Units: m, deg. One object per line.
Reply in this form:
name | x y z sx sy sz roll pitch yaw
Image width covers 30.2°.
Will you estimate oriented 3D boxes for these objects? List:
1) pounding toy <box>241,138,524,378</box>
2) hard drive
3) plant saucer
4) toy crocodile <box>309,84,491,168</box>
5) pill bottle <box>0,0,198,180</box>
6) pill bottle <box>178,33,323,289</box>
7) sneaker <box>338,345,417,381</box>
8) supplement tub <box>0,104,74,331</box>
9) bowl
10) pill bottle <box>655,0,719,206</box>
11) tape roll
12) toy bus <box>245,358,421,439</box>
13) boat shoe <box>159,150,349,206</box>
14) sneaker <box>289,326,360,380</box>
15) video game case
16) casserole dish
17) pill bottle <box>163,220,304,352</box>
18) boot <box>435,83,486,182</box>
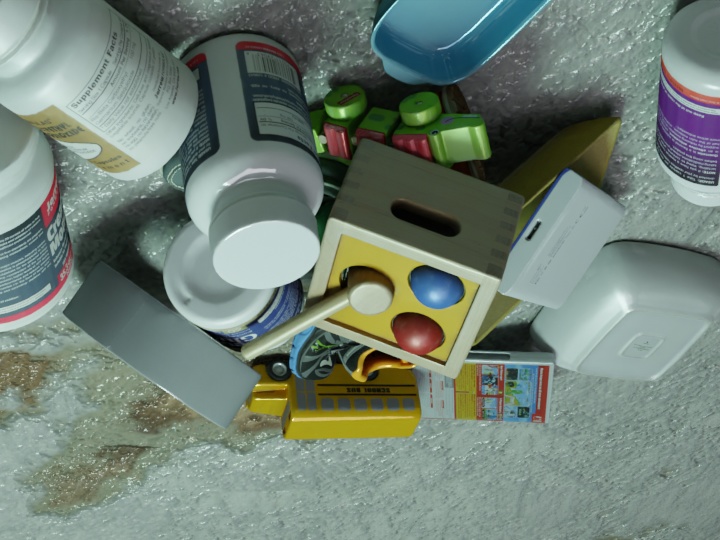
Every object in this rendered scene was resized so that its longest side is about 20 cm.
pounding toy | 0.016 0.007 1.198 0.198 0.143 0.185 20 142 1
hard drive | 0.202 -0.027 1.342 0.133 0.025 0.200 -57 158 8
plant saucer | 0.168 -0.048 1.341 0.200 0.048 0.201 -40 156 -30
toy crocodile | 0.023 -0.120 1.205 0.198 0.062 0.068 8 132 25
pill bottle | -0.233 -0.165 1.066 0.114 0.115 0.200 -30 141 22
pill bottle | -0.094 -0.091 1.135 0.118 0.202 0.120 -8 144 -6
sneaker | 0.065 0.069 1.503 0.198 0.078 0.079 -19 142 5
supplement tub | -0.329 -0.054 1.160 0.138 0.142 0.201 -7 144 -8
bowl | 0.322 0.060 1.577 0.198 0.075 0.200 10 137 -26
pill bottle | 0.337 -0.153 1.264 0.111 0.114 0.201 -13 144 0
tape roll | -0.196 0.073 1.324 0.067 0.199 0.200 -54 139 -7
toy bus | -0.034 0.153 1.574 0.197 0.079 0.065 1 147 -16
boat shoe | -0.092 -0.082 1.264 0.197 0.062 0.073 5 142 -22
sneaker | -0.022 0.062 1.376 0.082 0.071 0.200 24 144 0
video game case | 0.134 0.141 1.628 0.197 0.018 0.144 2 144 6
casserole dish | 0.091 -0.238 1.137 0.120 0.039 0.200 20 132 -36
pill bottle | -0.116 0.021 1.323 0.110 0.112 0.200 -17 164 5
boot | 0.068 -0.097 1.291 0.106 0.076 0.201 -9 145 3
